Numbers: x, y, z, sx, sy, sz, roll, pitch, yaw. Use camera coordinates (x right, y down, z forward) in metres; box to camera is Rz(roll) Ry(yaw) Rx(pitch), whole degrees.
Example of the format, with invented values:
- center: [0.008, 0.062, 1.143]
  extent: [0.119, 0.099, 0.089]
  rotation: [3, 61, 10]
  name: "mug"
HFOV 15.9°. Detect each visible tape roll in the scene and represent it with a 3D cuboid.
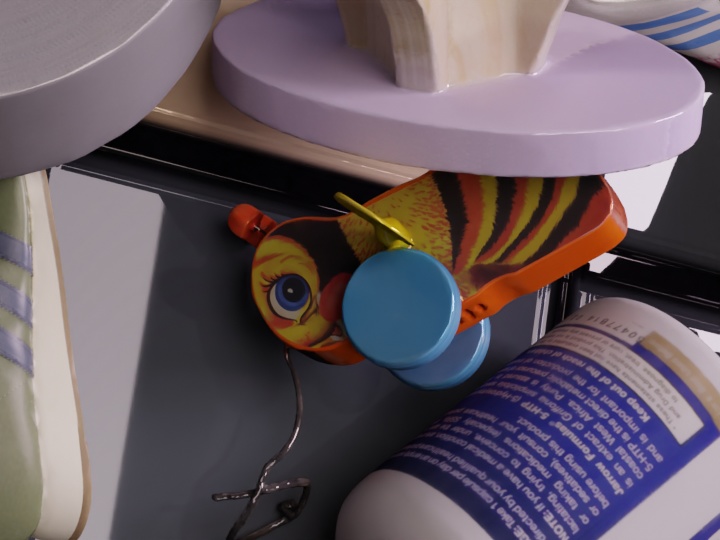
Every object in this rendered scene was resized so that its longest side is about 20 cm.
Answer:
- center: [-0.148, -0.135, 0.956]
  extent: [0.199, 0.066, 0.201]
  rotation: [1, 65, -3]
  name: "tape roll"

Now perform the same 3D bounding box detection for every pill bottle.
- center: [0.060, 0.112, 1.023]
  extent: [0.200, 0.120, 0.120]
  rotation: [-36, 97, -25]
  name: "pill bottle"

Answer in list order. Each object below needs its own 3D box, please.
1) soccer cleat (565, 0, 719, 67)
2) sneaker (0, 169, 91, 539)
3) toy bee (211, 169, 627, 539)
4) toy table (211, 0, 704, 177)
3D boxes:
- center: [0.157, -0.127, 1.126]
  extent: [0.199, 0.086, 0.070]
  rotation: [2, 81, -24]
  name: "soccer cleat"
- center: [-0.162, 0.010, 0.967]
  extent: [0.089, 0.067, 0.201]
  rotation: [-8, 86, -28]
  name: "sneaker"
- center: [0.000, 0.000, 1.023]
  extent: [0.199, 0.131, 0.109]
  rotation: [-32, 71, -15]
  name: "toy bee"
- center: [0.037, -0.119, 1.005]
  extent: [0.199, 0.184, 0.118]
  rotation: [4, 119, 7]
  name: "toy table"
